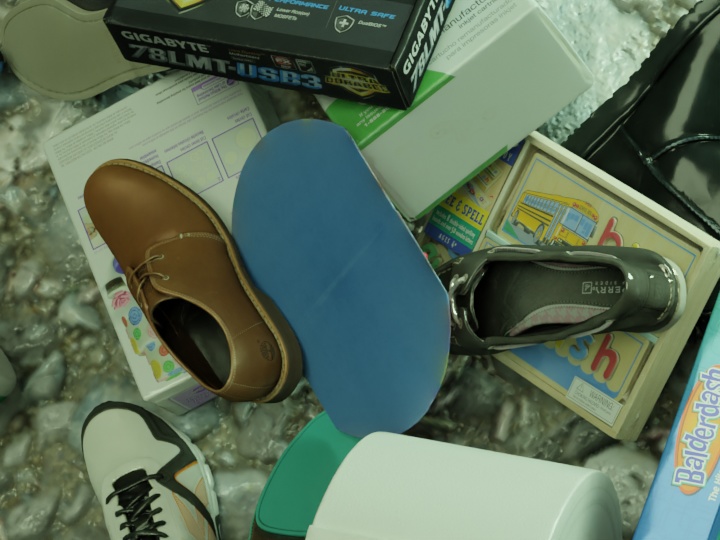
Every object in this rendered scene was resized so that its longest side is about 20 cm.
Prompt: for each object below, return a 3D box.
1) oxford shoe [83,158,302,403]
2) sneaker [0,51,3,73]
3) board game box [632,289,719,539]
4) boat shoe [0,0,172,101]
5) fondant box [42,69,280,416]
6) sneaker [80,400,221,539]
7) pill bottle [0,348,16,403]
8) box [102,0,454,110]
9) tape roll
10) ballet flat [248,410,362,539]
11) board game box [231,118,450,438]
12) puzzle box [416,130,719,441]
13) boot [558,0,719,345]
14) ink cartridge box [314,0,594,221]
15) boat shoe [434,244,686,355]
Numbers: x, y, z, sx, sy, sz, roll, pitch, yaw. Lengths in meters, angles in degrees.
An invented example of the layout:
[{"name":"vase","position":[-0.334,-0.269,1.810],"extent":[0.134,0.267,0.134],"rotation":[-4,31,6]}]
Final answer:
[{"name":"oxford shoe","position":[-0.117,0.002,1.659],"extent":[0.200,0.071,0.071],"rotation":[48,117,25]},{"name":"sneaker","position":[-0.318,-0.083,1.831],"extent":[0.200,0.078,0.090],"rotation":[-39,86,9]},{"name":"board game box","position":[0.215,0.110,1.542],"extent":[0.045,0.152,0.200],"rotation":[18,81,22]},{"name":"boat shoe","position":[-0.161,-0.158,1.782],"extent":[0.200,0.063,0.073],"rotation":[-3,106,44]},{"name":"fondant box","position":[-0.104,-0.026,1.739],"extent":[0.144,0.058,0.200],"rotation":[-27,68,9]},{"name":"sneaker","position":[-0.125,0.164,1.683],"extent":[0.074,0.080,0.200],"rotation":[-34,66,9]},{"name":"pill bottle","position":[-0.333,0.102,1.750],"extent":[0.200,0.113,0.113],"rotation":[-43,67,4]},{"name":"box","position":[-0.030,-0.204,1.632],"extent":[0.200,0.050,0.199],"rotation":[12,64,23]},{"name":"tape roll","position":[0.058,0.203,1.543],"extent":[0.139,0.203,0.203],"rotation":[10,79,20]},{"name":"ballet flat","position":[-0.038,0.180,1.647],"extent":[0.067,0.070,0.200],"rotation":[8,58,27]},{"name":"board game box","position":[0.000,0.000,1.618],"extent":[0.200,0.039,0.158],"rotation":[58,140,15]},{"name":"puzzle box","position":[0.121,-0.001,1.630],"extent":[0.200,0.025,0.133],"rotation":[34,104,37]},{"name":"boot","position":[0.228,-0.066,1.629],"extent":[0.198,0.073,0.162],"rotation":[-46,64,10]},{"name":"ink cartridge box","position":[0.033,-0.149,1.672],"extent":[0.147,0.083,0.200],"rotation":[-39,42,5]},{"name":"boat shoe","position":[0.098,0.014,1.592],"extent":[0.200,0.057,0.067],"rotation":[-5,80,38]}]
